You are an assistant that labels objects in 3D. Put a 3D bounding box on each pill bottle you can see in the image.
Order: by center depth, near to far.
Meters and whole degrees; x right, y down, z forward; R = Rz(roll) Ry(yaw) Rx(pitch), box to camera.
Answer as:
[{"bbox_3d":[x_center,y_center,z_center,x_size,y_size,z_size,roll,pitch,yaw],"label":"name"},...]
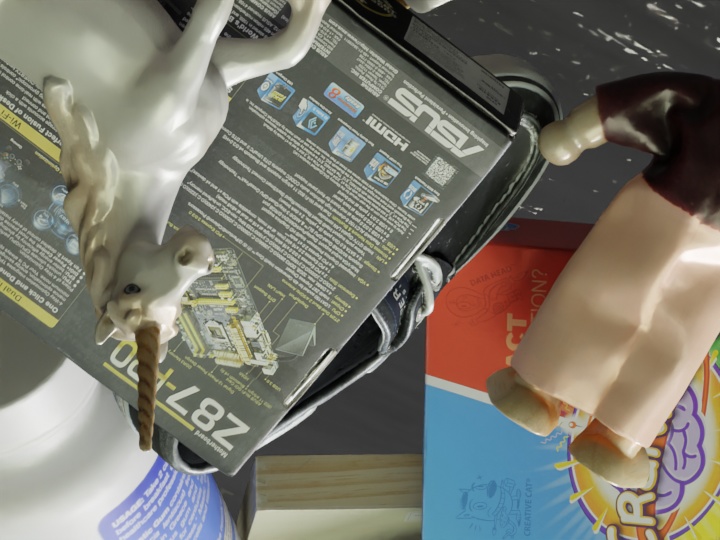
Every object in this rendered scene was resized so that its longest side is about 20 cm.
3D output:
[{"bbox_3d":[-0.121,0.081,1.097,0.112,0.112,0.200,-11,140,7],"label":"pill bottle"}]

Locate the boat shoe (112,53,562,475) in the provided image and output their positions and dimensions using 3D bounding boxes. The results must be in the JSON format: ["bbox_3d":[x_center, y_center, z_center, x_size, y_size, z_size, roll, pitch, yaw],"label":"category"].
[{"bbox_3d":[0.000,0.000,0.985,0.200,0.068,0.072,-37,120,-7],"label":"boat shoe"}]

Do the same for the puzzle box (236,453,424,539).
[{"bbox_3d":[0.048,0.105,1.179,0.200,0.025,0.133,0,162,-7],"label":"puzzle box"}]

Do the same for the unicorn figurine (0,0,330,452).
[{"bbox_3d":[-0.074,-0.069,0.831,0.137,0.200,0.074,-46,171,19],"label":"unicorn figurine"}]

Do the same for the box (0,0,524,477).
[{"bbox_3d":[-0.072,-0.051,0.894,0.200,0.049,0.161,36,109,-7],"label":"box"}]

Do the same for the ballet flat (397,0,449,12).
[{"bbox_3d":[0.000,-0.107,0.917,0.200,0.063,0.069,-27,136,25],"label":"ballet flat"}]

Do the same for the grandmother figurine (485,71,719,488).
[{"bbox_3d":[0.121,-0.024,0.987,0.121,0.061,0.200,32,103,-8],"label":"grandmother figurine"}]

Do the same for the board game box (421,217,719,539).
[{"bbox_3d":[0.125,0.062,1.057,0.200,0.040,0.153,4,106,12],"label":"board game box"}]
